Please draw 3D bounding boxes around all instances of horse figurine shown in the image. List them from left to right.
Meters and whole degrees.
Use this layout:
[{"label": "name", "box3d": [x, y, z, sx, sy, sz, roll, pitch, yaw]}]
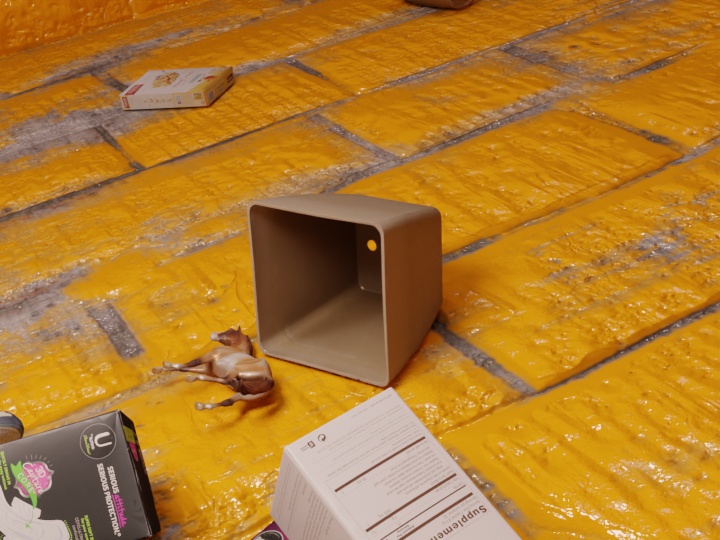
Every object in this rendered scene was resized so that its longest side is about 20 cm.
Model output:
[{"label": "horse figurine", "box3d": [-0.159, 0.120, 1.330, 0.132, 0.050, 0.200, -7, 15, -31]}]

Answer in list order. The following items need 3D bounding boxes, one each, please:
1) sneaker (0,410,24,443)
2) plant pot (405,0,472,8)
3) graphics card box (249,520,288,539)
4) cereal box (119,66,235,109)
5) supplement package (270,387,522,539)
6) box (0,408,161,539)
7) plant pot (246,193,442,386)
[{"label": "sneaker", "box3d": [-0.457, 0.232, 1.234, 0.200, 0.078, 0.086, -31, 46, -20]}, {"label": "plant pot", "box3d": [0.172, -0.679, 2.562, 0.186, 0.187, 0.200, -27, 48, -28]}, {"label": "graphics card box", "box3d": [-0.051, 0.280, 1.022, 0.125, 0.051, 0.200, 19, 41, 41]}, {"label": "cereal box", "box3d": [-0.378, -0.377, 2.310, 0.200, 0.040, 0.144, 1, 31, 19]}, {"label": "supplement package", "box3d": [0.032, 0.225, 0.943, 0.120, 0.121, 0.200, -26, 60, -30]}, {"label": "box", "box3d": [-0.305, 0.223, 1.071, 0.200, 0.124, 0.149, -15, -9, -9]}, {"label": "plant pot", "box3d": [0.000, 0.000, 1.377, 0.200, 0.200, 0.177, 12, 25, 35]}]
